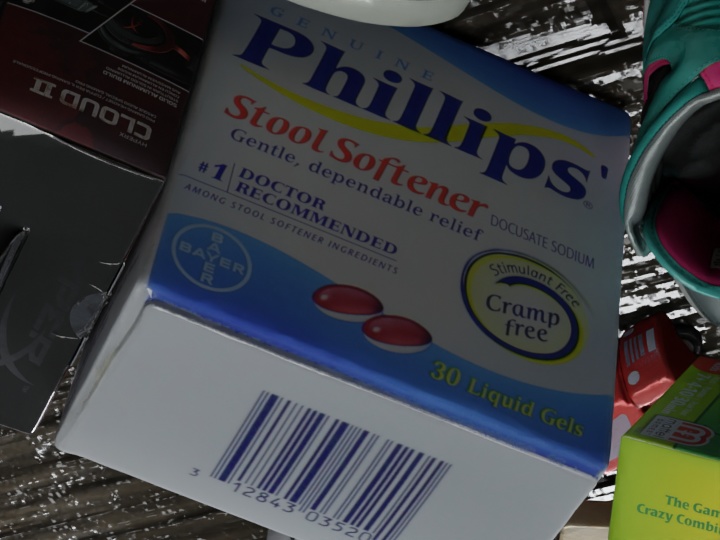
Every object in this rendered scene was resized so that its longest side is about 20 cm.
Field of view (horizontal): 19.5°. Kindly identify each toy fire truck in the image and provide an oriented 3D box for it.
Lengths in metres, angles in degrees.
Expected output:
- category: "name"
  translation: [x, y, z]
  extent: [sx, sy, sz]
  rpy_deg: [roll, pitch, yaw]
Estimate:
- category: "toy fire truck"
  translation: [0.143, 0.119, 0.995]
  extent: [0.141, 0.049, 0.200]
  rpy_deg: [-32, 122, 24]

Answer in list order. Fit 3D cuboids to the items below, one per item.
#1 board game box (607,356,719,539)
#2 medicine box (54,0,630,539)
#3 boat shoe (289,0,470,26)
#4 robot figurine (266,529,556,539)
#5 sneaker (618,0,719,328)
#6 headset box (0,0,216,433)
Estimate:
- category: "board game box"
  translation: [0.205, 0.090, 0.786]
  extent: [0.199, 0.102, 0.048]
  rpy_deg: [13, 110, 23]
- category: "medicine box"
  translation: [0.000, 0.000, 0.813]
  extent: [0.181, 0.201, 0.103]
  rpy_deg: [22, 135, -11]
- category: "boat shoe"
  translation: [-0.037, -0.157, 0.761]
  extent: [0.200, 0.070, 0.072]
  rpy_deg: [26, 137, -10]
- category: "robot figurine"
  translation: [0.030, 0.176, 1.017]
  extent: [0.124, 0.151, 0.201]
  rpy_deg: [-4, 125, 25]
- category: "sneaker"
  translation: [0.148, -0.022, 0.823]
  extent: [0.083, 0.121, 0.201]
  rpy_deg: [-4, 132, 13]
- category: "headset box"
  translation: [-0.115, -0.050, 0.785]
  extent: [0.075, 0.201, 0.149]
  rpy_deg: [22, 133, -12]
